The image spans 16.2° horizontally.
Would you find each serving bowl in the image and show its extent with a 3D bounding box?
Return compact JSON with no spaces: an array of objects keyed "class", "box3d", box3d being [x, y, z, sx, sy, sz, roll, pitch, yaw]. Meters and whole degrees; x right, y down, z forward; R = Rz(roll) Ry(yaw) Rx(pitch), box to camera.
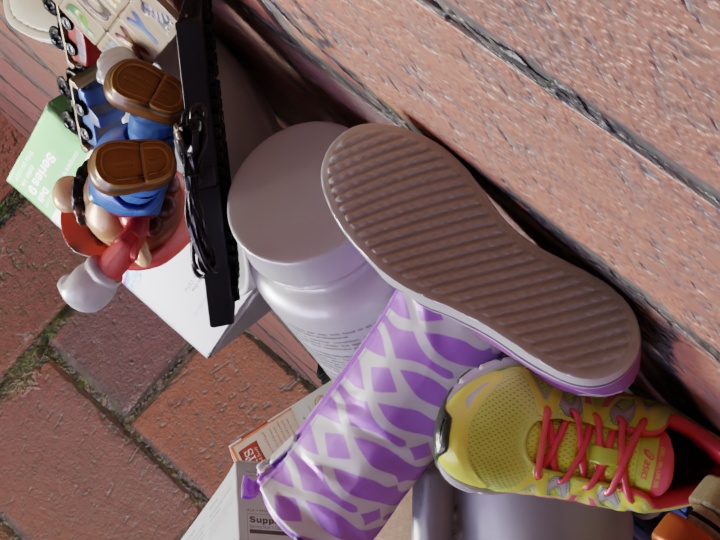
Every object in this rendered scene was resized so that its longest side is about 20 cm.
[{"class":"serving bowl","box3d":[-0.095,-0.086,1.639,0.200,0.066,0.200,55,163,26]}]

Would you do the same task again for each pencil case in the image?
[{"class":"pencil case","box3d":[0.015,0.073,1.455,0.085,0.200,0.084,33,-164,-7]}]

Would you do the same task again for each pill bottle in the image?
[{"class":"pill bottle","box3d":[0.000,0.000,1.527,0.113,0.113,0.200,38,172,34]}]

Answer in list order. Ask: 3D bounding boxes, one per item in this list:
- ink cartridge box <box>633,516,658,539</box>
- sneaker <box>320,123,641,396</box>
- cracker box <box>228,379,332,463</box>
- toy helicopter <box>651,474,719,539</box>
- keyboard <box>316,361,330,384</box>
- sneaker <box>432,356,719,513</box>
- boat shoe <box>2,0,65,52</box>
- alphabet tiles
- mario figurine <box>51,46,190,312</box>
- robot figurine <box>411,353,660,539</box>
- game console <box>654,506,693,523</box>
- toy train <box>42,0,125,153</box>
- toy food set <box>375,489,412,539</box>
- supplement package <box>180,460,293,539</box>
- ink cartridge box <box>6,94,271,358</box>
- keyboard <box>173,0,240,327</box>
[{"class":"ink cartridge box","box3d":[0.123,0.156,1.735,0.200,0.076,0.136,40,-170,3]},{"class":"sneaker","box3d":[0.064,0.004,1.358,0.200,0.073,0.114,41,177,13]},{"class":"cracker box","box3d":[0.021,0.120,1.837,0.058,0.200,0.134,60,-175,34]},{"class":"toy helicopter","box3d":[0.253,0.170,1.300,0.200,0.079,0.132,34,171,34]},{"class":"keyboard","box3d":[0.008,0.015,1.764,0.040,0.104,0.200,6,167,-12]},{"class":"sneaker","box3d":[0.131,0.096,1.400,0.200,0.078,0.090,6,-174,-35]},{"class":"boat shoe","box3d":[-0.216,-0.197,1.760,0.060,0.072,0.202,44,180,-38]},{"class":"alphabet tiles","box3d":[-0.168,-0.195,1.480,0.167,0.008,0.200,47,160,-4]},{"class":"mario figurine","box3d":[-0.156,-0.055,1.538,0.106,0.123,0.200,44,161,8]},{"class":"robot figurine","box3d":[0.106,0.131,1.522,0.113,0.169,0.200,-146,48,-66]},{"class":"game console","box3d":[0.184,0.126,1.654,0.200,0.031,0.177,40,174,14]},{"class":"toy train","box3d":[-0.176,-0.155,1.607,0.046,0.034,0.200,32,142,34]},{"class":"toy food set","box3d":[0.075,0.141,1.636,0.200,0.198,0.049,5,-158,22]},{"class":"supplement package","box3d":[-0.043,0.230,1.786,0.155,0.111,0.200,7,149,-19]},{"class":"ink cartridge box","box3d":[-0.128,-0.053,1.806,0.200,0.088,0.145,39,-144,8]},{"class":"keyboard","box3d":[-0.087,-0.059,1.463,0.127,0.021,0.200,-81,-12,-60]}]
